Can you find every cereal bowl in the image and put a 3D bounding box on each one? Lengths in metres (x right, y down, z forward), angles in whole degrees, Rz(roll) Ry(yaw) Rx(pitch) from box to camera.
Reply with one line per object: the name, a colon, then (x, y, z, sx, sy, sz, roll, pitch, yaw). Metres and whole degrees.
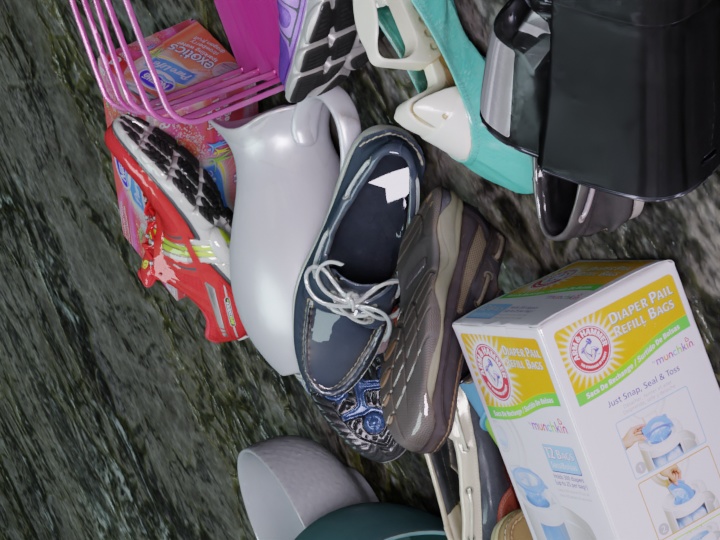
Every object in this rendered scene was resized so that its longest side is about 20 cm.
cereal bowl: (-0.027, 0.228, 1.814, 0.200, 0.083, 0.200, 54, 158, 34)

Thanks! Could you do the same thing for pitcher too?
pitcher: (-0.032, -0.031, 1.532, 0.172, 0.121, 0.200, -14, 89, 65)

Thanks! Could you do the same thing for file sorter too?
file sorter: (-0.127, -0.184, 1.527, 0.139, 0.125, 0.200, 70, 165, -13)

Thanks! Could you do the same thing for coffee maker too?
coffee maker: (0.140, -0.138, 1.009, 0.192, 0.135, 0.200, 41, 149, 43)

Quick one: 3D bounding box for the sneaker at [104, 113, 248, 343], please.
sneaker: (-0.143, -0.026, 1.615, 0.200, 0.085, 0.077, 55, -164, -12)

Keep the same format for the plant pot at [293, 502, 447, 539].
plant pot: (0.017, 0.272, 1.642, 0.161, 0.200, 0.201, -145, 35, -68)

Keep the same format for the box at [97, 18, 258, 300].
box: (-0.144, -0.091, 1.735, 0.103, 0.095, 0.200, 47, 152, 38)

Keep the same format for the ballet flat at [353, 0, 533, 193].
ballet flat: (0.042, -0.127, 1.319, 0.200, 0.070, 0.067, 64, 157, 2)

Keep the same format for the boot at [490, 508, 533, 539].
boot: (0.171, 0.223, 1.385, 0.200, 0.073, 0.155, 55, 159, 14)

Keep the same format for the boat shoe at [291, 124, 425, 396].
boat shoe: (0.000, 0.000, 1.453, 0.062, 0.075, 0.200, -94, 24, -73)

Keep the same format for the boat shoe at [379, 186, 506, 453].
boat shoe: (0.063, 0.032, 1.337, 0.075, 0.073, 0.200, 127, 159, -48)

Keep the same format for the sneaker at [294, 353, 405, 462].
sneaker: (-0.019, 0.066, 1.677, 0.200, 0.076, 0.077, 57, 180, 17)

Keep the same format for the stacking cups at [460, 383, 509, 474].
stacking cups: (0.096, 0.080, 1.442, 0.200, 0.060, 0.061, 57, 157, 30)

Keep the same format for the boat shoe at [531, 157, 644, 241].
boat shoe: (0.123, -0.102, 1.183, 0.067, 0.057, 0.200, 38, 146, 47)

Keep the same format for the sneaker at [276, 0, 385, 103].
sneaker: (-0.028, -0.202, 1.386, 0.083, 0.081, 0.200, 40, 139, 32)

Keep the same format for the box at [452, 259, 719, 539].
box: (0.153, 0.101, 1.270, 0.112, 0.101, 0.200, 2, 115, 65)

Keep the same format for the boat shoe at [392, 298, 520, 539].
boat shoe: (0.063, 0.110, 1.530, 0.071, 0.063, 0.200, -6, 106, 69)
